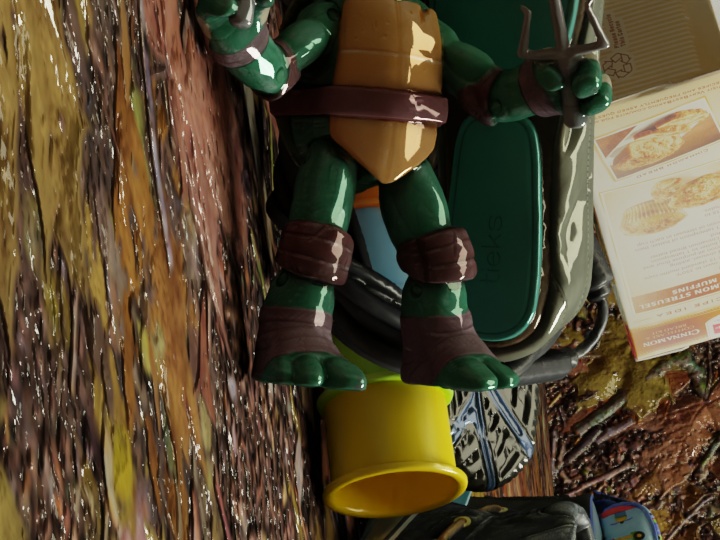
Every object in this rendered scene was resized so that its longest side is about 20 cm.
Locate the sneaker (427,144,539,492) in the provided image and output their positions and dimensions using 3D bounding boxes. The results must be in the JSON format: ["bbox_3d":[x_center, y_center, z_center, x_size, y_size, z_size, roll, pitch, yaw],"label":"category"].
[{"bbox_3d":[0.035,-0.001,1.184,0.076,0.077,0.201,23,68,-38],"label":"sneaker"}]

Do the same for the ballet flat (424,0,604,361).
[{"bbox_3d":[0.059,-0.068,1.004,0.064,0.067,0.201,-18,113,-65],"label":"ballet flat"}]

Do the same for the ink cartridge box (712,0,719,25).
[{"bbox_3d":[0.148,-0.170,1.277,0.094,0.044,0.200,47,-10,25],"label":"ink cartridge box"}]

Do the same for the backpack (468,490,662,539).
[{"bbox_3d":[0.098,0.235,1.412,0.200,0.134,0.183,82,7,-45],"label":"backpack"}]

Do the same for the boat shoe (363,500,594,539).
[{"bbox_3d":[0.041,0.137,1.094,0.200,0.090,0.071,-52,135,-70],"label":"boat shoe"}]

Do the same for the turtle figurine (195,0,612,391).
[{"bbox_3d":[0.011,-0.059,0.943,0.101,0.149,0.201,-170,-99,-78],"label":"turtle figurine"}]

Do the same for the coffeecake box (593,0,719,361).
[{"bbox_3d":[0.123,-0.080,1.189,0.200,0.073,0.154,66,10,-55],"label":"coffeecake box"}]

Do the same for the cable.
[{"bbox_3d":[0.033,-0.030,1.079,0.200,0.051,0.164,-3,79,-54],"label":"cable"}]

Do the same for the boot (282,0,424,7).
[{"bbox_3d":[-0.009,-0.211,1.187,0.186,0.064,0.201,-3,73,-62],"label":"boot"}]

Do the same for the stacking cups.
[{"bbox_3d":[0.000,0.000,1.126,0.061,0.060,0.201,70,10,-67],"label":"stacking cups"}]

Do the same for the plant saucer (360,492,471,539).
[{"bbox_3d":[0.032,0.100,1.268,0.200,0.019,0.070,-65,150,-55],"label":"plant saucer"}]
